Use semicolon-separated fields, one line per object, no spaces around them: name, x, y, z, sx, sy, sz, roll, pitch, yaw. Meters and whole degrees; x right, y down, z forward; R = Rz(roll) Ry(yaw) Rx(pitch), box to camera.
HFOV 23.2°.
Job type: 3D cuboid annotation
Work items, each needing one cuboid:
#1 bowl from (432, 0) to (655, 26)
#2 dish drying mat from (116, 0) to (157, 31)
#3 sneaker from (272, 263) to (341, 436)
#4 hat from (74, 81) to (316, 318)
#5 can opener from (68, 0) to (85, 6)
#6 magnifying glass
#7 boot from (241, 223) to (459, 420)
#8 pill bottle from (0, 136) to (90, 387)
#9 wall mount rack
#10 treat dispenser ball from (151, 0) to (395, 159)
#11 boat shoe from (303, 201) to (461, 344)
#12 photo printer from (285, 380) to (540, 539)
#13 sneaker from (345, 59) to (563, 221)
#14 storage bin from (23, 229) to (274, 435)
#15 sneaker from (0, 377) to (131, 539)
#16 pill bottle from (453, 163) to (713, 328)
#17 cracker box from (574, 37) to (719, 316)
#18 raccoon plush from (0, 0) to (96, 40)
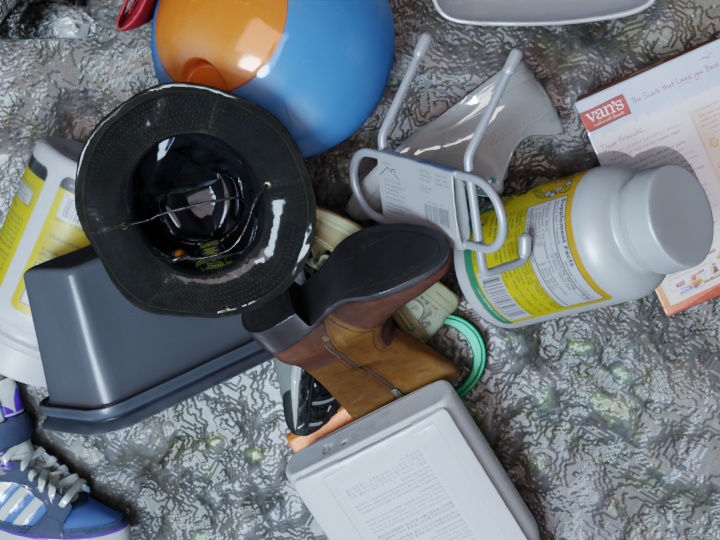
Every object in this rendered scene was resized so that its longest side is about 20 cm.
bowl;0.154;-0.304;1.457;0.200;0.075;0.200;-2;98;9
dish drying mat;-0.171;-0.238;1.449;0.018;0.200;0.077;23;101;-6
sneaker;-0.054;0.045;1.541;0.079;0.074;0.200;1;95;38
hat;-0.129;-0.064;1.389;0.201;0.081;0.201;-2;115;-4
can opener;-0.266;-0.317;1.525;0.063;0.079;0.200;7;108;-1
magnifying glass;0.023;0.107;1.561;0.200;0.022;0.080;-32;92;9
boot;0.030;0.054;1.446;0.188;0.200;0.068;-30;49;17
pill bottle;-0.266;-0.007;1.539;0.114;0.114;0.200;26;101;4
wall mount rack;0.071;-0.092;1.395;0.075;0.200;0.174;-20;113;-32
treat dispenser ball;-0.071;-0.188;1.441;0.201;0.201;0.201;1;98;8
boat shoe;0.000;0.000;1.474;0.200;0.073;0.063;34;90;-28
photo printer;0.055;0.212;1.526;0.166;0.069;0.200;-28;110;13
sneaker;0.081;-0.090;1.498;0.200;0.075;0.089;-36;93;9
storage bin;-0.187;0.037;1.470;0.146;0.200;0.134;-1;108;51
sneaker;-0.302;0.172;1.585;0.200;0.081;0.147;8;103;13
pill bottle;0.182;-0.023;1.427;0.200;0.113;0.113;-17;96;46
cracker box;0.280;-0.080;1.478;0.134;0.058;0.200;-23;95;11
raccoon plush;-0.304;-0.266;1.511;0.200;0.097;0.134;3;97;21
